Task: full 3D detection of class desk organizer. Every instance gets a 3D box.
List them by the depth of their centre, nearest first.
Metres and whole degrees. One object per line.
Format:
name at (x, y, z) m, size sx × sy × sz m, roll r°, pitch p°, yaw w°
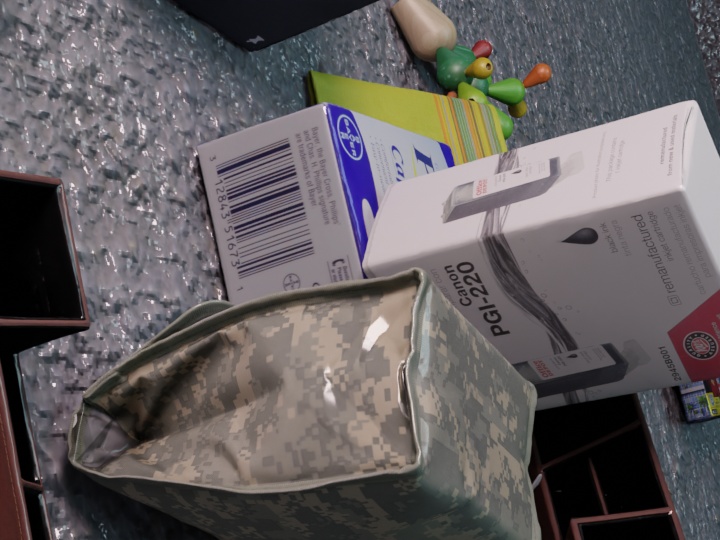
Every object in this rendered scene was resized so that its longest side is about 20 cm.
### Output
desk organizer at (-0.157, 0.062, 0.550) m, size 0.072 × 0.077 × 0.201 m, roll 5°, pitch 70°, yaw -63°
desk organizer at (0.152, 0.147, 0.831) m, size 0.077 × 0.071 × 0.201 m, roll 92°, pitch -10°, yaw -50°

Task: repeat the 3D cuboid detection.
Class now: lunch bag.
lunch bag at (-0.027, 0.087, 0.662) m, size 0.164 × 0.199 × 0.118 m, roll 43°, pitch 42°, yaw -52°

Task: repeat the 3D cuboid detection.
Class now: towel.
towel at (0.043, -0.109, 1.060) m, size 0.199 × 0.018 × 0.087 m, roll 4°, pitch 63°, yaw -38°

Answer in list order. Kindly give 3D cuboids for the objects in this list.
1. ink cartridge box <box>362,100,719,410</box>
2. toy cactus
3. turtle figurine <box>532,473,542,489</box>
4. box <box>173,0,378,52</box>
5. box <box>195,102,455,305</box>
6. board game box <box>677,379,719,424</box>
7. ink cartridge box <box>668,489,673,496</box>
ink cartridge box at (0.122, 0.002, 0.775) m, size 0.146 × 0.199 × 0.085 m, roll 57°, pitch 35°, yaw -31°
toy cactus at (0.096, -0.193, 1.221) m, size 0.165 × 0.102 × 0.200 m, roll 51°, pitch 26°, yaw -9°
turtle figurine at (0.033, 0.161, 0.788) m, size 0.150 × 0.100 × 0.201 m, roll 43°, pitch 64°, yaw -55°
box at (-0.089, -0.283, 0.866) m, size 0.200 × 0.123 × 0.198 m, roll 24°, pitch 55°, yaw -58°
box at (0.000, 0.000, 0.882) m, size 0.200 × 0.104 × 0.185 m, roll 6°, pitch 70°, yaw -64°
board game box at (0.452, 0.107, 1.797) m, size 0.200 × 0.061 × 0.201 m, roll 9°, pitch 65°, yaw -62°
ink cartridge box at (0.154, 0.095, 1.052) m, size 0.163 × 0.199 × 0.057 m, roll 43°, pitch 72°, yaw -47°
